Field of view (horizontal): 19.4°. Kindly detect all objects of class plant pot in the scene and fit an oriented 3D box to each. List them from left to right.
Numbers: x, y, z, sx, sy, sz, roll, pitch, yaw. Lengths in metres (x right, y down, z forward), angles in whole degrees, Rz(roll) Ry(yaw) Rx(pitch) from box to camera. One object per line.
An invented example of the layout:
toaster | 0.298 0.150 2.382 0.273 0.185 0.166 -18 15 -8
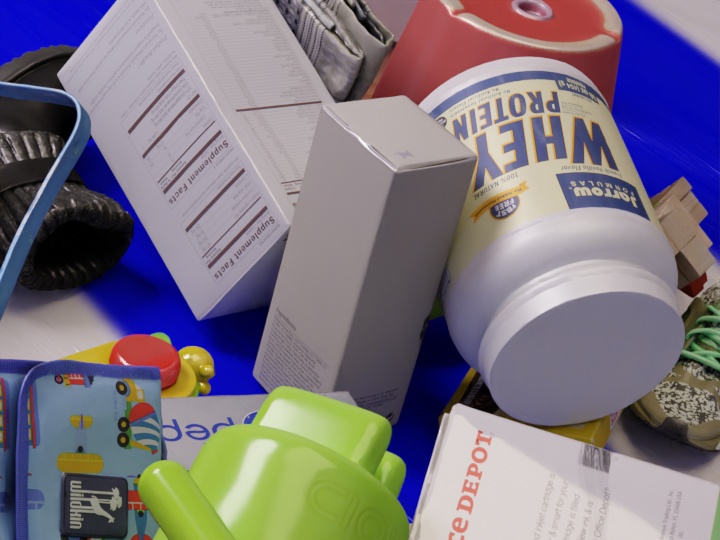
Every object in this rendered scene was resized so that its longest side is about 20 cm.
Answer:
plant pot | 0.099 -0.118 1.525 0.200 0.178 0.201 12 32 -8

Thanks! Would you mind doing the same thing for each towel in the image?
towel | -0.076 -0.165 1.461 0.035 0.200 0.193 -25 70 -38

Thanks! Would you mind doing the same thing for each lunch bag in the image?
lunch bag | -0.178 0.124 1.067 0.200 0.094 0.151 2 77 -34

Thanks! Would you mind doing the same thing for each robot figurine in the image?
robot figurine | -0.050 0.158 1.041 0.116 0.176 0.200 17 63 20

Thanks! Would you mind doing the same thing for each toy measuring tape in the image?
toy measuring tape | -0.156 0.084 1.208 0.200 0.074 0.074 -19 46 -42

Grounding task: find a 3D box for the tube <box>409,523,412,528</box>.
tube | 0.126 0.169 1.222 0.200 0.052 0.058 -3 4 -20

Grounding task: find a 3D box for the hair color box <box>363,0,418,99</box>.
hair color box | 0.047 -0.188 1.672 0.200 0.111 0.064 4 34 -18

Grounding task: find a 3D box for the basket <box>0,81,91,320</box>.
basket | -0.275 -0.042 1.249 0.200 0.139 0.177 15 69 20

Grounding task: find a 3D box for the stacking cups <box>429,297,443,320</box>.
stacking cups | 0.072 0.002 1.415 0.200 0.061 0.061 -15 43 -29

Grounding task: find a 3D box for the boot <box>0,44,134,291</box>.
boot | -0.201 -0.067 1.408 0.158 0.080 0.211 28 41 27

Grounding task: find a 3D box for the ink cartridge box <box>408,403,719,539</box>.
ink cartridge box | 0.119 0.175 1.134 0.200 0.084 0.146 17 52 3

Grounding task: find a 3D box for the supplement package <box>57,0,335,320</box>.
supplement package | -0.088 -0.084 1.375 0.114 0.110 0.200 -11 64 -48

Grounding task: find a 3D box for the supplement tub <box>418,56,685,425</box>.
supplement tub | 0.112 -0.019 1.309 0.145 0.145 0.200 2 46 -21

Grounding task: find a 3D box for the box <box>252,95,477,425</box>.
box | 0.000 0.000 1.277 0.068 0.200 0.082 -10 40 -37

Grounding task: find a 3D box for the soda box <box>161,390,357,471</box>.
soda box | -0.091 0.115 1.190 0.200 0.064 0.068 -1 34 -25

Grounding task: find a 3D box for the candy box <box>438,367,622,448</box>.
candy box | 0.130 0.062 1.379 0.102 0.026 0.200 9 29 18

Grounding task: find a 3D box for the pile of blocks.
pile of blocks | 0.212 -0.007 1.489 0.062 0.082 0.200 52 15 -2

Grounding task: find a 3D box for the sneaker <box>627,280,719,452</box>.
sneaker | 0.236 0.046 1.413 0.077 0.089 0.200 23 33 11
